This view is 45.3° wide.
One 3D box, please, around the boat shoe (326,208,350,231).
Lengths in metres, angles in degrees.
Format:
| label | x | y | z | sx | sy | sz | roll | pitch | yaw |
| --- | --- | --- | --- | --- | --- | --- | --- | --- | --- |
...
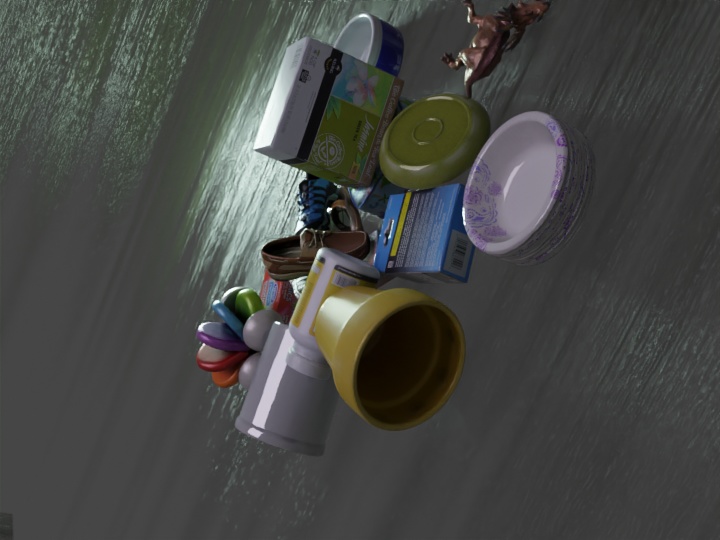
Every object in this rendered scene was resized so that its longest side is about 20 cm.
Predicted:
| label | x | y | z | sx | sy | sz | roll | pitch | yaw |
| --- | --- | --- | --- | --- | --- | --- | --- | --- | --- |
| boat shoe | -0.062 | -0.081 | 1.731 | 0.074 | 0.065 | 0.201 | -50 | 35 | 35 |

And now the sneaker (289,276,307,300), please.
| label | x | y | z | sx | sy | sz | roll | pitch | yaw |
| --- | --- | --- | --- | --- | --- | --- | --- | --- | --- |
| sneaker | -0.082 | 0.004 | 1.577 | 0.200 | 0.073 | 0.088 | -134 | 58 | -63 |

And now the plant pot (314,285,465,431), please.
| label | x | y | z | sx | sy | sz | roll | pitch | yaw |
| --- | --- | --- | --- | --- | --- | --- | --- | --- | --- |
| plant pot | 0.027 | 0.111 | 1.306 | 0.189 | 0.200 | 0.202 | 29 | 100 | 54 |

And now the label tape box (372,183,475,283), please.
| label | x | y | z | sx | sy | sz | roll | pitch | yaw |
| --- | --- | --- | --- | --- | --- | --- | --- | --- | --- |
| label tape box | 0.110 | -0.056 | 1.414 | 0.200 | 0.063 | 0.145 | -1 | 72 | 60 |

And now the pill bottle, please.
| label | x | y | z | sx | sy | sz | roll | pitch | yaw |
| --- | --- | --- | --- | --- | --- | --- | --- | --- | --- |
| pill bottle | -0.052 | 0.072 | 1.428 | 0.112 | 0.111 | 0.201 | 32 | 101 | 61 |

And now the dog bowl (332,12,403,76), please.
| label | x | y | z | sx | sy | sz | roll | pitch | yaw |
| --- | --- | --- | --- | --- | --- | --- | --- | --- | --- |
| dog bowl | 0.004 | -0.427 | 1.798 | 0.200 | 0.078 | 0.202 | -38 | 43 | 47 |

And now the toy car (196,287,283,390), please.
| label | x | y | z | sx | sy | sz | roll | pitch | yaw |
| --- | --- | --- | --- | --- | --- | --- | --- | --- | --- |
| toy car | -0.245 | 0.135 | 1.663 | 0.175 | 0.149 | 0.202 | 36 | 124 | 50 |

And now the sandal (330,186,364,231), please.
| label | x | y | z | sx | sy | sz | roll | pitch | yaw |
| --- | --- | --- | --- | --- | --- | --- | --- | --- | --- |
| sandal | -0.028 | -0.101 | 1.636 | 0.200 | 0.054 | 0.081 | -106 | -2 | -62 |

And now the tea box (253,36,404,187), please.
| label | x | y | z | sx | sy | sz | roll | pitch | yaw |
| --- | --- | --- | --- | --- | --- | --- | --- | --- | --- |
| tea box | -0.057 | -0.273 | 1.526 | 0.133 | 0.195 | 0.202 | 13 | 84 | 68 |

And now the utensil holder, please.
| label | x | y | z | sx | sy | sz | roll | pitch | yaw |
| --- | --- | --- | --- | --- | --- | --- | --- | --- | --- |
| utensil holder | -0.115 | 0.210 | 1.556 | 0.170 | 0.169 | 0.202 | 10 | 80 | 61 |

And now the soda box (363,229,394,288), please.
| label | x | y | z | sx | sy | sz | roll | pitch | yaw |
| --- | --- | --- | --- | --- | --- | --- | --- | --- | --- |
| soda box | 0.000 | 0.000 | 1.578 | 0.200 | 0.063 | 0.069 | -33 | 47 | 49 |

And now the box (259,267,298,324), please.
| label | x | y | z | sx | sy | sz | roll | pitch | yaw |
| --- | --- | --- | --- | --- | --- | --- | --- | --- | --- |
| box | -0.143 | 0.046 | 1.769 | 0.099 | 0.095 | 0.202 | -11 | 65 | 58 |

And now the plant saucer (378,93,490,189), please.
| label | x | y | z | sx | sy | sz | roll | pitch | yaw |
| --- | --- | --- | --- | --- | --- | --- | --- | --- | --- |
| plant saucer | 0.116 | -0.223 | 1.428 | 0.199 | 0.031 | 0.201 | -15 | 52 | 20 |

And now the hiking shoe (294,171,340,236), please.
| label | x | y | z | sx | sy | sz | roll | pitch | yaw |
| --- | --- | --- | --- | --- | --- | --- | --- | --- | --- |
| hiking shoe | -0.101 | -0.129 | 1.678 | 0.074 | 0.087 | 0.201 | -26 | 25 | 25 |

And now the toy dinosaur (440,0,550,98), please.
| label | x | y | z | sx | sy | sz | roll | pitch | yaw |
| --- | --- | --- | --- | --- | --- | --- | --- | --- | --- |
| toy dinosaur | 0.210 | -0.363 | 1.401 | 0.136 | 0.085 | 0.201 | 50 | 123 | 50 |

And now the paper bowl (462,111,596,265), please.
| label | x | y | z | sx | sy | sz | roll | pitch | yaw |
| --- | --- | --- | --- | --- | --- | --- | --- | --- | --- |
| paper bowl | 0.239 | -0.105 | 1.172 | 0.200 | 0.104 | 0.202 | -39 | 42 | 46 |

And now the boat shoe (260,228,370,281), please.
| label | x | y | z | sx | sy | sz | roll | pitch | yaw |
| --- | --- | --- | --- | --- | --- | --- | --- | --- | --- |
| boat shoe | -0.083 | -0.034 | 1.509 | 0.198 | 0.074 | 0.076 | -14 | 48 | 15 |

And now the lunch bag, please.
| label | x | y | z | sx | sy | sz | roll | pitch | yaw |
| --- | --- | --- | --- | --- | --- | --- | --- | --- | --- |
| lunch bag | 0.053 | -0.212 | 1.585 | 0.200 | 0.082 | 0.161 | -55 | 34 | 28 |
